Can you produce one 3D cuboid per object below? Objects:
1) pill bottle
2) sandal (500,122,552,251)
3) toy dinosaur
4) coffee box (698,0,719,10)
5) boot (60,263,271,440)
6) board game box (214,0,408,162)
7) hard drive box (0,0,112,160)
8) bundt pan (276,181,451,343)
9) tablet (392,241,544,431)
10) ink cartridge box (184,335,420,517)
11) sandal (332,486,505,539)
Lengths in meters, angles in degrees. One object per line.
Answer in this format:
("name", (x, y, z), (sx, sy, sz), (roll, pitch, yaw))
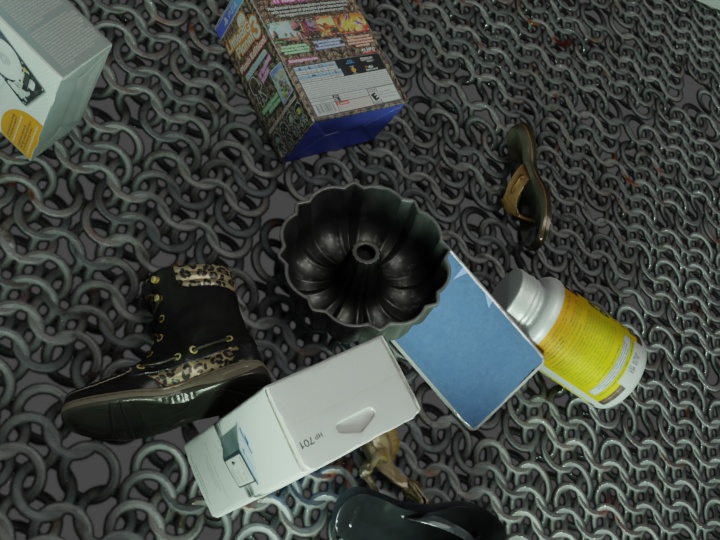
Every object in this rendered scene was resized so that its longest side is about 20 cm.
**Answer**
("pill bottle", (0.259, 0.083, 1.201), (0.199, 0.109, 0.110), (33, 52, -14))
("sandal", (0.220, -0.117, 1.305), (0.054, 0.082, 0.203), (1, 66, -13))
("toy dinosaur", (0.006, 0.174, 1.039), (0.100, 0.058, 0.202), (-5, 69, -51))
("coffee box", (0.694, -0.656, 1.810), (0.197, 0.198, 0.203), (11, 58, -26))
("boot", (-0.198, 0.077, 0.931), (0.197, 0.074, 0.152), (-14, 53, -8))
("board game box", (-0.062, -0.259, 1.182), (0.158, 0.097, 0.202), (-18, 76, -38))
("hard drive box", (-0.362, -0.236, 0.942), (0.200, 0.156, 0.077), (44, 52, -4))
("bundt pan", (0.000, 0.000, 1.075), (0.199, 0.076, 0.204), (5, 55, -8))
("tablet", (0.115, 0.078, 1.135), (0.130, 0.014, 0.200), (-42, 91, -6))
("ink cartridge box", (-0.060, 0.153, 0.901), (0.145, 0.200, 0.087), (-20, 77, -38))
("sandal", (0.065, 0.282, 0.996), (0.197, 0.043, 0.077), (13, 100, -19))
